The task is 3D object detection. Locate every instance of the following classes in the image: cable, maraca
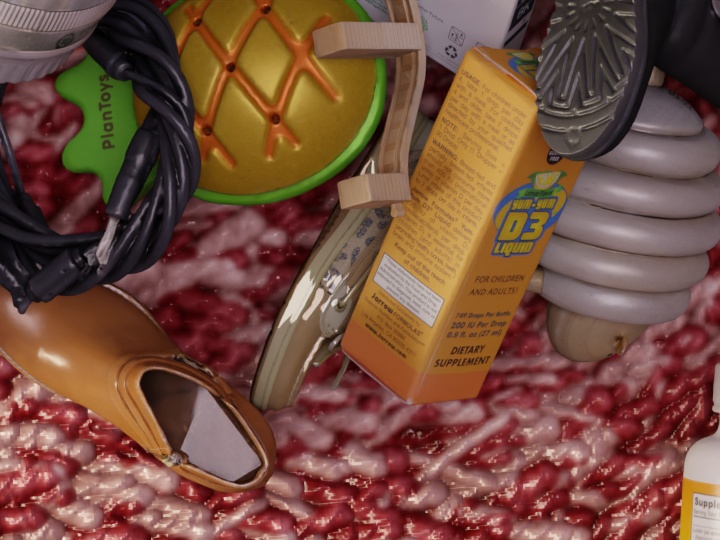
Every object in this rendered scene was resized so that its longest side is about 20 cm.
[{"bbox_3d":[-0.166,-0.084,1.679,0.163,0.051,0.201,-32,59,29],"label":"cable"},{"bbox_3d":[-0.081,-0.102,1.709,0.199,0.107,0.138,-10,75,13],"label":"maraca"}]

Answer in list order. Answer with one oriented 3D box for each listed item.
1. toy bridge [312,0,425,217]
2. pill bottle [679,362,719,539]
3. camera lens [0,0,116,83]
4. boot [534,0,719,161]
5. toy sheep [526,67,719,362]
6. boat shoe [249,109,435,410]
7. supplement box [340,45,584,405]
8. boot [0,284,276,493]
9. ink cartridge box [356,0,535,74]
[{"bbox_3d":[0.006,-0.129,1.659,0.067,0.027,0.201,-4,83,-45],"label":"toy bridge"},{"bbox_3d":[0.243,0.157,1.737,0.110,0.111,0.201,3,91,-5],"label":"pill bottle"},{"bbox_3d":[-0.180,-0.222,1.590,0.159,0.160,0.200,29,125,-5],"label":"camera lens"},{"bbox_3d":[0.186,-0.107,1.648,0.200,0.065,0.166,28,65,-44],"label":"boot"},{"bbox_3d":[0.147,-0.041,1.717,0.137,0.138,0.201,9,109,-5],"label":"toy sheep"},{"bbox_3d":[0.000,0.000,1.731,0.062,0.073,0.201,30,88,-2],"label":"boat shoe"},{"bbox_3d":[0.063,-0.025,1.668,0.069,0.066,0.201,37,116,35],"label":"supplement box"},{"bbox_3d":[-0.130,0.058,1.679,0.199,0.155,0.074,30,89,-5],"label":"boot"},{"bbox_3d":[0.062,-0.201,1.654,0.099,0.200,0.039,35,51,15],"label":"ink cartridge box"}]
